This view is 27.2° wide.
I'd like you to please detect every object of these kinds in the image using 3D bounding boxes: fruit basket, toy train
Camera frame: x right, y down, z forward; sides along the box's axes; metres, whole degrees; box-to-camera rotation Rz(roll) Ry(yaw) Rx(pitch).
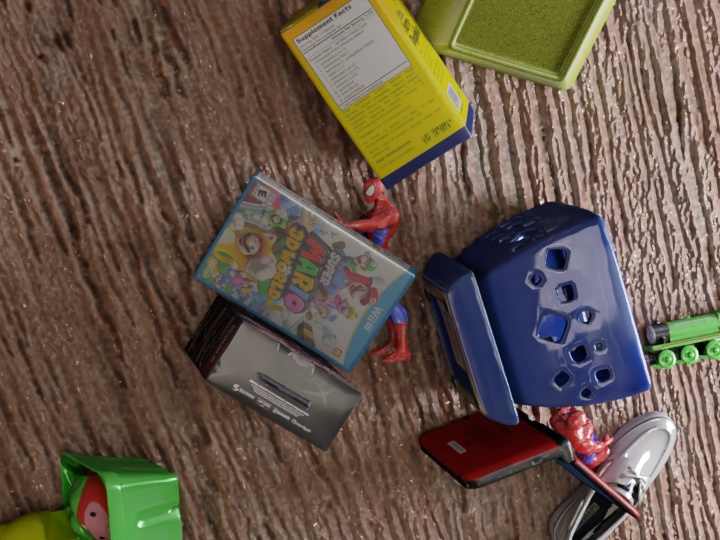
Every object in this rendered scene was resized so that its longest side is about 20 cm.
[{"bbox_3d":[-0.297,0.296,1.555,0.215,0.155,0.216,-4,97,-31],"label":"fruit basket"},{"bbox_3d":[0.423,0.073,1.745,0.199,0.042,0.057,-10,90,-12],"label":"toy train"}]

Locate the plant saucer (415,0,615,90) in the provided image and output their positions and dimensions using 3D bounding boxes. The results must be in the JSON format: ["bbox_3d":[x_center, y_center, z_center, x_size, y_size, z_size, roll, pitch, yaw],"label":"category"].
[{"bbox_3d":[0.177,-0.286,1.584,0.199,0.048,0.200,14,126,-14],"label":"plant saucer"}]

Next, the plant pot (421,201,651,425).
[{"bbox_3d":[0.178,0.050,1.605,0.179,0.200,0.201,-19,100,-5],"label":"plant pot"}]

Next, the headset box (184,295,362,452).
[{"bbox_3d":[-0.092,0.106,1.542,0.148,0.200,0.075,32,89,-16],"label":"headset box"}]

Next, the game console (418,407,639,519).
[{"bbox_3d":[0.178,0.224,1.620,0.172,0.200,0.119,-20,100,-10],"label":"game console"}]

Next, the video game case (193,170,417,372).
[{"bbox_3d":[-0.060,0.004,1.580,0.200,0.018,0.143,32,115,-4],"label":"video game case"}]

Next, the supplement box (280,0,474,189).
[{"bbox_3d":[0.021,-0.206,1.561,0.109,0.110,0.200,-31,104,15],"label":"supplement box"}]

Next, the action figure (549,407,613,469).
[{"bbox_3d":[0.242,0.178,1.633,0.052,0.200,0.065,-45,72,1],"label":"action figure"}]

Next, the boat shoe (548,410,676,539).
[{"bbox_3d":[0.303,0.251,1.724,0.074,0.065,0.200,38,88,-15],"label":"boat shoe"}]

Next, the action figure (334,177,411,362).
[{"bbox_3d":[0.000,0.000,1.619,0.099,0.065,0.201,-5,99,-17],"label":"action figure"}]
